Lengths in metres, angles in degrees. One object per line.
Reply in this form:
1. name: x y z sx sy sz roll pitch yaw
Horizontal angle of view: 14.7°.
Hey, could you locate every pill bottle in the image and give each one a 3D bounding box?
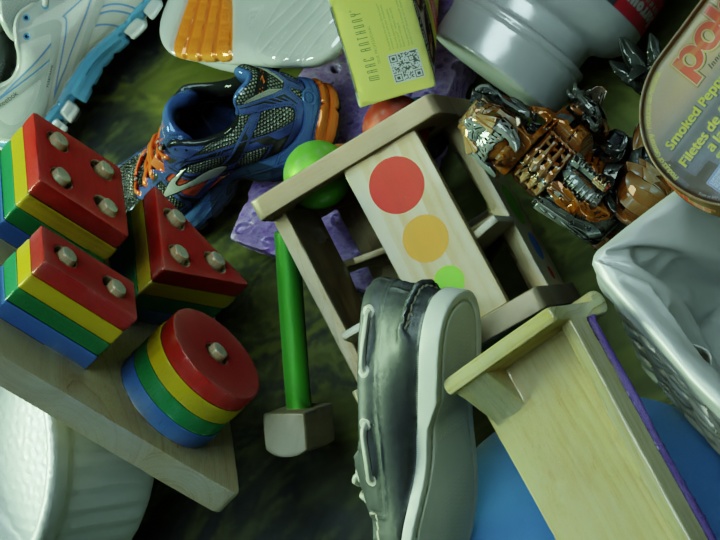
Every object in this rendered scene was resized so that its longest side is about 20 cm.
1. pill bottle: 0.138 -0.198 1.688 0.119 0.120 0.201 35 89 31

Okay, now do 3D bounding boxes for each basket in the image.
1. basket: 0.247 0.008 1.537 0.200 0.124 0.136 -35 59 -9

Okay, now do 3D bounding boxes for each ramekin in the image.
1. ramekin: -0.215 0.105 1.725 0.200 0.097 0.202 1 92 46

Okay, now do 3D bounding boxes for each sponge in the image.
1. sponge: 0.004 -0.091 1.766 0.111 0.030 0.201 18 82 30

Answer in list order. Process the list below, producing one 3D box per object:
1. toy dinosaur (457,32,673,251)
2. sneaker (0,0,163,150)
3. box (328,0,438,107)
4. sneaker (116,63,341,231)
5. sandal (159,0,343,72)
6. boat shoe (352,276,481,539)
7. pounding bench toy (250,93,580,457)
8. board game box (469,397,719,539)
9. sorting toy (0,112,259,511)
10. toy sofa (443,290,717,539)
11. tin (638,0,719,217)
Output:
1. toy dinosaur: 0.146 -0.049 1.616 0.102 0.200 0.136 -27 28 29
2. sneaker: -0.197 -0.171 1.850 0.075 0.087 0.201 27 82 52
3. box: 0.016 -0.173 1.668 0.050 0.076 0.200 -13 24 8
4. sneaker: -0.105 -0.082 1.768 0.199 0.078 0.076 -29 47 34
5. sandal: -0.056 -0.153 1.788 0.206 0.059 0.080 21 84 52
6. boat shoe: 0.025 0.100 1.558 0.060 0.074 0.201 13 115 28
7. pounding bench toy: 0.000 0.000 1.652 0.199 0.124 0.157 -31 84 13
8. board game box: 0.143 0.168 1.598 0.157 0.039 0.201 -8 60 2
9. sorting toy: -0.143 0.014 1.659 0.070 0.198 0.201 -43 32 22
10. toy sofa: 0.140 0.117 1.507 0.083 0.097 0.201 -37 74 30
11. tin: 0.232 -0.118 1.497 0.112 0.042 0.200 36 86 20
